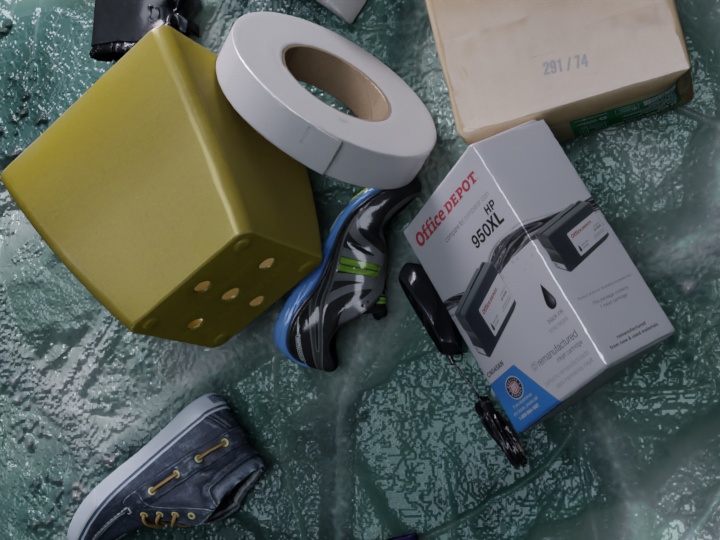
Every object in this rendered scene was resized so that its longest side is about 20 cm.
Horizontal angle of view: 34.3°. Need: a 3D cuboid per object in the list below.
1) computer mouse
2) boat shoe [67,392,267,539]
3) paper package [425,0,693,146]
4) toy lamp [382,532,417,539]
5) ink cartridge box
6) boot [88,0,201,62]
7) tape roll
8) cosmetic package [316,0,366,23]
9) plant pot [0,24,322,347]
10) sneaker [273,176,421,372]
[{"bbox_3d":[0.092,0.076,1.002,0.034,0.059,0.202,-29,77,-5],"label":"computer mouse"},{"bbox_3d":[-0.179,0.211,1.068,0.200,0.071,0.091,-44,69,7],"label":"boat shoe"},{"bbox_3d":[0.162,-0.210,0.983,0.197,0.103,0.194,-16,81,16],"label":"paper package"},{"bbox_3d":[0.049,0.329,0.989,0.057,0.058,0.204,-16,80,16],"label":"toy lamp"},{"bbox_3d":[0.136,0.006,0.941,0.202,0.083,0.145,60,147,15],"label":"ink cartridge box"},{"bbox_3d":[-0.247,-0.289,1.149,0.195,0.073,0.166,1,91,21],"label":"boot"},{"bbox_3d":[-0.027,-0.146,0.989,0.203,0.202,0.037,44,121,17],"label":"tape roll"},{"bbox_3d":[-0.065,-0.332,1.087,0.199,0.071,0.102,37,96,18],"label":"cosmetic package"},{"bbox_3d":[-0.147,-0.050,0.997,0.199,0.199,0.178,-38,65,16],"label":"plant pot"},{"bbox_3d":[0.000,0.000,1.039,0.082,0.071,0.202,32,97,8],"label":"sneaker"}]
